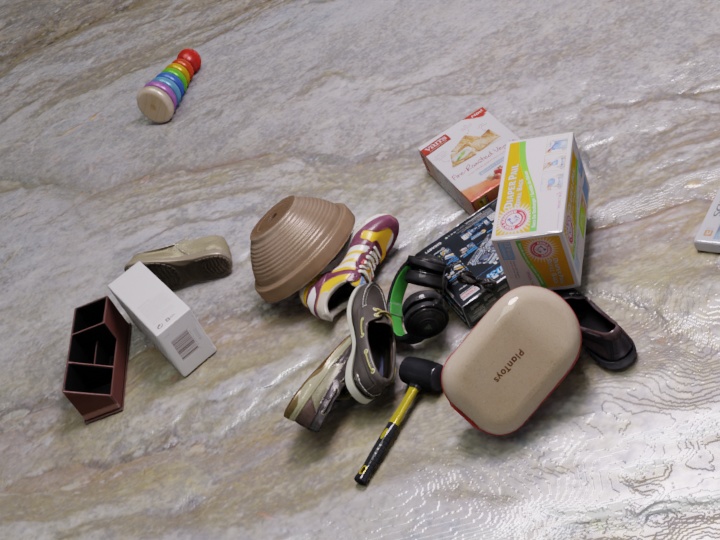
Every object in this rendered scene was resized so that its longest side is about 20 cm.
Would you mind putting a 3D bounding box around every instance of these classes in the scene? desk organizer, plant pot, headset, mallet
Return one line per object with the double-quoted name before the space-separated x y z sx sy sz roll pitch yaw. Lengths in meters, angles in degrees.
"desk organizer" -0.430 0.142 1.957 0.071 0.077 0.202 -20 39 11
"plant pot" -0.110 -0.053 1.906 0.200 0.093 0.202 -37 20 16
"headset" 0.106 0.036 1.707 0.200 0.093 0.126 -32 50 58
"mallet" 0.056 0.204 1.625 0.065 0.041 0.202 2 52 37

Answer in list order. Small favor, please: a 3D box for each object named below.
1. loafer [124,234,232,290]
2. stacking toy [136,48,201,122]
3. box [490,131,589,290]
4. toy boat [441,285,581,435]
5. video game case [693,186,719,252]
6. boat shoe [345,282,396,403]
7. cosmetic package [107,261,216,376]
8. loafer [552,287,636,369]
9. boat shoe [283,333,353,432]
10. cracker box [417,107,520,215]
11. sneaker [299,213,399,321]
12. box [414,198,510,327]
"loafer" -0.310 -0.015 2.063 0.197 0.076 0.069 -7 41 12
"stacking toy" -0.395 -0.404 2.535 0.084 0.086 0.201 -3 42 29
"box" 0.255 -0.081 1.676 0.100 0.113 0.202 -6 46 23
"toy boat" 0.200 0.113 1.575 0.200 0.130 0.131 -49 -3 4
"video game case" 0.577 -0.088 1.627 0.198 0.023 0.183 8 52 37
"boat shoe" 0.022 0.093 1.707 0.060 0.071 0.203 -34 38 34
"cosmetic package" -0.323 0.076 1.945 0.071 0.102 0.199 -39 40 -14
"loafer" 0.293 0.058 1.610 0.072 0.063 0.200 -37 39 -11
"boat shoe" -0.036 0.159 1.707 0.065 0.073 0.200 40 49 4
"cracker box" 0.195 -0.171 1.927 0.133 0.058 0.200 -33 38 -5
"sneaker" 0.000 0.000 1.853 0.200 0.075 0.090 -46 38 -7
"box" 0.199 -0.025 1.773 0.199 0.046 0.159 -34 39 -5
